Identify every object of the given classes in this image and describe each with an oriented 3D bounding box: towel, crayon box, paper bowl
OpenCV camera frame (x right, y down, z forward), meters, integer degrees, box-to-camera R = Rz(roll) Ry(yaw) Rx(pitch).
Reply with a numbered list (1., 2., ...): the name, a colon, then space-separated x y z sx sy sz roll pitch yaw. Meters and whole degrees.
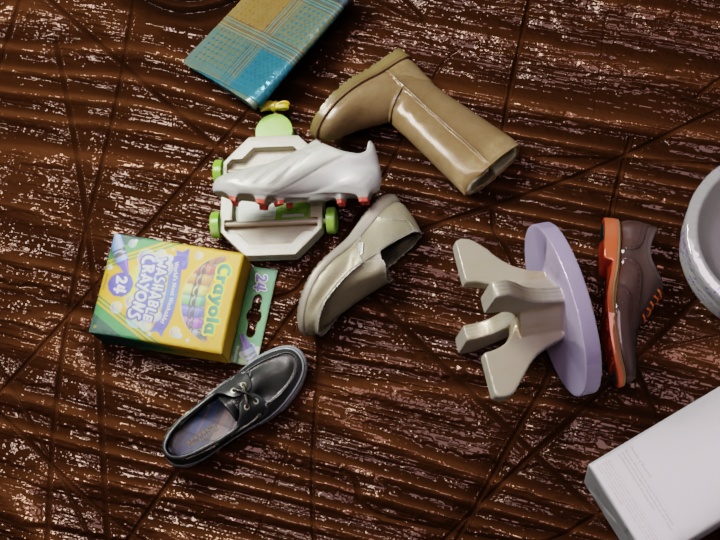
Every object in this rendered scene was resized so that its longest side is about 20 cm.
1. towel: -0.114 -0.304 1.623 0.146 0.022 0.200 34 78 34
2. crayon box: -0.211 0.035 1.530 0.199 0.052 0.126 9 74 10
3. paper bowl: 0.459 -0.026 1.432 0.199 0.104 0.202 -2 73 7

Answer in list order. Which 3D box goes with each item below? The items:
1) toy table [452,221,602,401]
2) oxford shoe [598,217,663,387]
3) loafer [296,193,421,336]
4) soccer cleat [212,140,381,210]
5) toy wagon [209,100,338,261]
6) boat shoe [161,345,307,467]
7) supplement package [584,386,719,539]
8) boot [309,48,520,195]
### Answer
1. toy table: 0.180 0.048 1.418 0.116 0.184 0.201 -9 58 -12
2. oxford shoe: 0.310 0.034 1.452 0.072 0.071 0.201 2 72 3
3. loafer: 0.000 0.000 1.501 0.068 0.076 0.200 32 78 22
4. soccer cleat: -0.075 -0.114 1.508 0.199 0.069 0.078 -2 85 -1
5. toy wagon: -0.104 -0.111 1.570 0.154 0.040 0.201 -2 71 7
6. boat shoe: -0.144 0.158 1.475 0.200 0.057 0.069 -39 81 -4
7. supplement package: 0.355 0.216 1.360 0.199 0.121 0.120 -31 71 -2
8. boot: 0.064 -0.162 1.539 0.175 0.066 0.200 -40 72 -18
